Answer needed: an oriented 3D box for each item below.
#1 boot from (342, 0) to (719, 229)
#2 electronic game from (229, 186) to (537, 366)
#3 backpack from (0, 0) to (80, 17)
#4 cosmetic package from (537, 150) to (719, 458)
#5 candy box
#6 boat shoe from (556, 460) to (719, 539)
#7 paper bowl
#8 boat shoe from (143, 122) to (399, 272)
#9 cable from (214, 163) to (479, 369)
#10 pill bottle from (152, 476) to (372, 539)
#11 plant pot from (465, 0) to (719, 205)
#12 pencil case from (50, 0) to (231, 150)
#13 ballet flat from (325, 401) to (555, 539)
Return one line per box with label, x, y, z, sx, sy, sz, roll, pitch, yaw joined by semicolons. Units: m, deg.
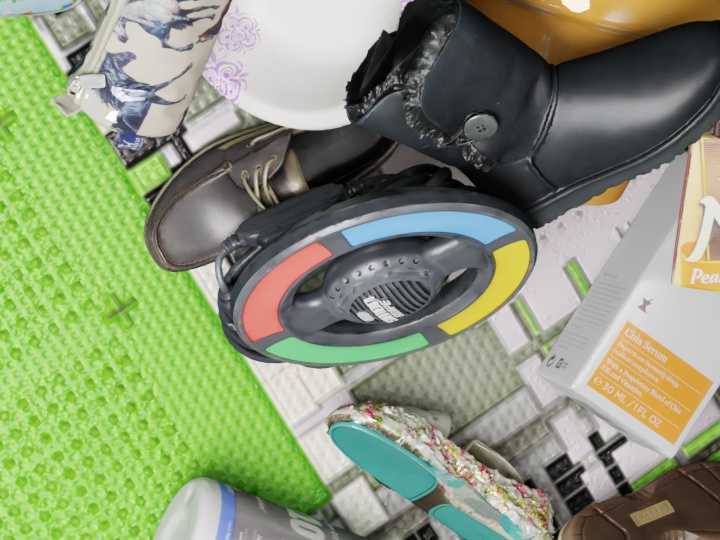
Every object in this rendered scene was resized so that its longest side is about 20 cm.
boot;0.108;-0.115;1.149;0.200;0.077;0.168;-33;133;32
electronic game;0.016;0.008;1.216;0.200;0.200;0.042;-7;62;-15
backpack;-0.252;-0.247;1.158;0.200;0.147;0.183;-5;136;-10
cosmetic package;0.229;0.023;1.390;0.101;0.071;0.200;34;86;-17
candy box;0.315;-0.036;1.281;0.200;0.055;0.116;9;120;10
boat shoe;0.221;0.194;1.416;0.202;0.075;0.075;-7;56;-28
paper bowl;-0.025;-0.200;1.242;0.104;0.200;0.201;-37;109;-50
boat shoe;-0.057;-0.066;1.295;0.200;0.073;0.075;-35;104;-10
cable;0.000;0.000;1.292;0.200;0.051;0.163;-25;141;-7
pill bottle;-0.042;0.226;1.312;0.200;0.114;0.114;23;89;-17
plant pot;0.141;-0.150;1.295;0.200;0.200;0.184;8;110;-17
pencil case;-0.123;-0.173;1.193;0.089;0.078;0.200;-22;148;-45
ballet flat;0.060;0.141;1.366;0.200;0.076;0.064;39;54;-21
